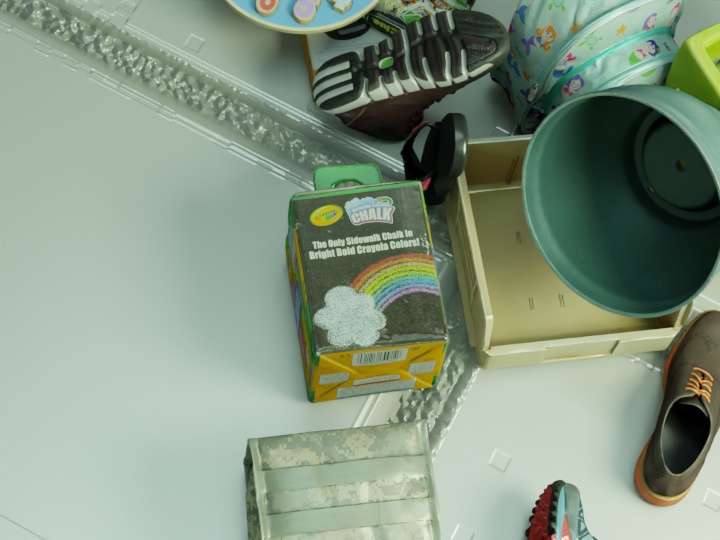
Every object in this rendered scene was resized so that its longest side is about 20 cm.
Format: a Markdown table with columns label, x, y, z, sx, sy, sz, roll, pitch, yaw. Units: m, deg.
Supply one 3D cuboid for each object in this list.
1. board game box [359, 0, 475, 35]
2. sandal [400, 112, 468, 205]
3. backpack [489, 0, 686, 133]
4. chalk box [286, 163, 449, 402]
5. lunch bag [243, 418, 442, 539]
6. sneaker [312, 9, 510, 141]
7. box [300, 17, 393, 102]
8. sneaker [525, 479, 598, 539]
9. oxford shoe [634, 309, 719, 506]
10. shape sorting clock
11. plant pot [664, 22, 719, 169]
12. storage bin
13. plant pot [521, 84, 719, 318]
| label | x | y | z | sx | sy | sz | roll | pitch | yaw |
| --- | --- | --- | --- | --- | --- | --- | --- | --- | --- |
| board game box | 0.018 | -0.297 | 1.644 | 0.199 | 0.024 | 0.105 | 28 | 67 | 7 |
| sandal | 0.063 | -0.107 | 1.508 | 0.045 | 0.200 | 0.076 | -1 | 83 | -5 |
| backpack | 0.226 | -0.218 | 1.569 | 0.176 | 0.201 | 0.151 | -23 | 66 | -16 |
| chalk box | 0.000 | 0.000 | 1.490 | 0.123 | 0.124 | 0.202 | -6 | 66 | -7 |
| lunch bag | -0.014 | 0.242 | 1.394 | 0.162 | 0.118 | 0.202 | -5 | 72 | -9 |
| sneaker | 0.062 | -0.182 | 1.580 | 0.198 | 0.116 | 0.076 | -13 | 64 | 19 |
| box | -0.007 | -0.271 | 1.664 | 0.118 | 0.042 | 0.202 | -7 | 65 | -9 |
| sneaker | 0.200 | 0.284 | 1.427 | 0.094 | 0.079 | 0.202 | -1 | 74 | -16 |
| oxford shoe | 0.312 | 0.118 | 1.503 | 0.071 | 0.073 | 0.201 | 20 | 65 | 4 |
| shape sorting clock | -0.059 | -0.325 | 1.615 | 0.198 | 0.039 | 0.202 | 2 | 64 | -5 |
| plant pot | 0.397 | -0.121 | 1.550 | 0.198 | 0.182 | 0.201 | -21 | 68 | -24 |
| storage bin | 0.192 | -0.022 | 1.542 | 0.198 | 0.094 | 0.201 | -6 | 66 | -9 |
| plant pot | 0.260 | -0.077 | 1.434 | 0.200 | 0.201 | 0.134 | 46 | 44 | 14 |
